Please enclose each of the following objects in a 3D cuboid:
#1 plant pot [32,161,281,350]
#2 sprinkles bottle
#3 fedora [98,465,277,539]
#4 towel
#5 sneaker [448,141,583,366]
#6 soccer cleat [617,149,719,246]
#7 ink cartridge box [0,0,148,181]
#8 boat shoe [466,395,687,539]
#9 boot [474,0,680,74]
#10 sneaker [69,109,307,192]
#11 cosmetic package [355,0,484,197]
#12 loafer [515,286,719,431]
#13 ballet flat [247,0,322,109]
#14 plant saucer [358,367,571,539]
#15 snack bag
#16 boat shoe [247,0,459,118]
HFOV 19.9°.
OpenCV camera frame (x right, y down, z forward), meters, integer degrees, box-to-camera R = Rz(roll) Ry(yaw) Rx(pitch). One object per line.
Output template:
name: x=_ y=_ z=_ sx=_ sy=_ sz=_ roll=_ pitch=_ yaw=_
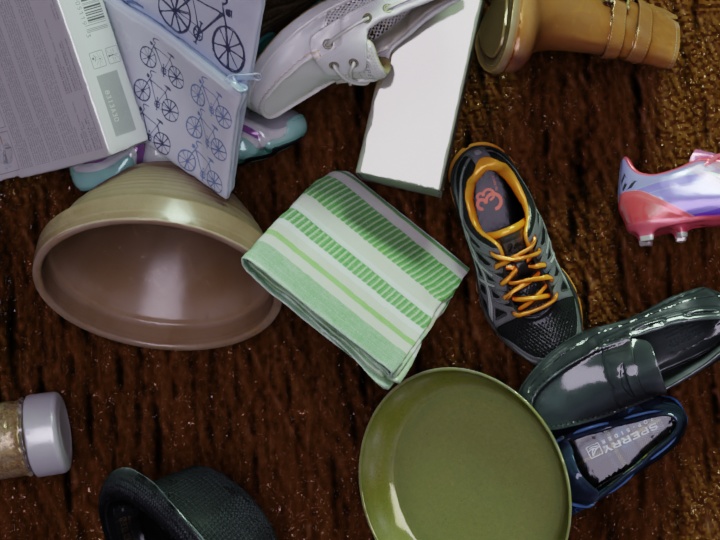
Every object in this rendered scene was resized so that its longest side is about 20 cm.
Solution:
plant pot: x=-0.158 y=-0.023 z=1.644 sx=0.200 sy=0.201 sz=0.093 roll=3 pitch=58 yaw=2
sprinkles bottle: x=-0.340 y=0.147 z=1.688 sx=0.200 sy=0.068 sz=0.068 roll=-9 pitch=89 yaw=2
fedora: x=-0.121 y=0.230 z=1.655 sx=0.092 sy=0.201 sz=0.201 roll=-34 pitch=88 yaw=-30
towel: x=0.000 y=0.000 z=1.624 sx=0.152 sy=0.200 sz=0.023 roll=40 pitch=122 yaw=-1
sneaker: x=0.124 y=-0.009 z=1.674 sx=0.078 sy=0.077 sz=0.200 roll=-25 pitch=91 yaw=-1
soccer cleat: x=0.310 y=-0.069 z=1.678 sx=0.200 sy=0.067 sz=0.077 roll=-9 pitch=84 yaw=4
ink cartridge box: x=-0.267 y=-0.159 z=1.652 sx=0.050 sy=0.200 sz=0.161 roll=-25 pitch=101 yaw=-40
boat shoe: x=0.172 y=0.156 z=1.673 sx=0.200 sy=0.069 sz=0.084 roll=-36 pitch=88 yaw=3
boot: x=0.176 y=-0.188 z=1.628 sx=0.155 sy=0.200 sz=0.077 roll=26 pitch=118 yaw=-6
sneaker: x=-0.151 y=-0.148 z=1.682 sx=0.200 sy=0.078 sz=0.140 roll=-11 pitch=90 yaw=1
cosmetic package: x=0.053 y=-0.165 z=1.665 sx=0.073 sy=0.104 sz=0.200 roll=13 pitch=88 yaw=3
loafer: x=0.219 y=0.074 z=1.651 sx=0.200 sy=0.070 sz=0.068 roll=-26 pitch=109 yaw=-12
ballet flat: x=-0.082 y=-0.194 z=1.659 sx=0.072 sy=0.068 sz=0.200 roll=28 pitch=57 yaw=24
plant saucer: x=0.089 y=0.174 z=1.655 sx=0.200 sy=0.031 sz=0.200 roll=6 pitch=101 yaw=34
snack bag: x=-0.147 y=-0.180 z=1.567 sx=0.188 sy=0.021 sz=0.200 roll=37 pitch=131 yaw=29
boat shoe: x=-0.004 y=-0.176 z=1.588 sx=0.200 sy=0.071 sz=0.069 roll=-39 pitch=71 yaw=13
